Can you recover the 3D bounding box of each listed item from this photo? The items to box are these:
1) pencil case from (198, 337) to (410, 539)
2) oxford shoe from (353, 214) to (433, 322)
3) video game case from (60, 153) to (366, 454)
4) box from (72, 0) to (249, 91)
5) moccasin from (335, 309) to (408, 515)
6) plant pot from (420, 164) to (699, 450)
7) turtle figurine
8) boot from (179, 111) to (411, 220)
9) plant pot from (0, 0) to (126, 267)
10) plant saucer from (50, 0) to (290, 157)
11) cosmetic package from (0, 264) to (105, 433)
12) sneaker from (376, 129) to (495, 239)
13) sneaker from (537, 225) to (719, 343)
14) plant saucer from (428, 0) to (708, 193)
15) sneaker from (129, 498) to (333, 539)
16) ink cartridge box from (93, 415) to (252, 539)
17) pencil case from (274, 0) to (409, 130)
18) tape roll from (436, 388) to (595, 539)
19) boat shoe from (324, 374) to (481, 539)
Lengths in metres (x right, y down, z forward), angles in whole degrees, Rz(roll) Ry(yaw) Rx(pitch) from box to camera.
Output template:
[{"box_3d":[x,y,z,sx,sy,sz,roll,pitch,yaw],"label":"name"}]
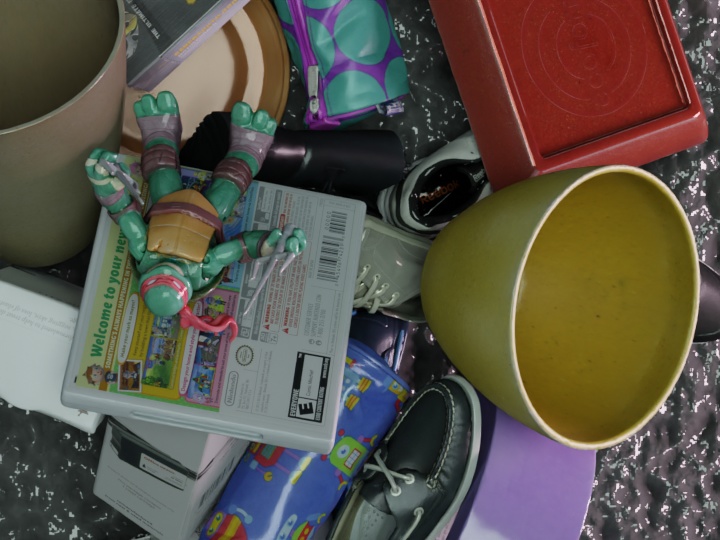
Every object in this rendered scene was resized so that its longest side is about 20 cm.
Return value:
[{"box_3d":[-0.040,0.145,1.627,0.087,0.078,0.201,34,86,-36],"label":"pencil case"},{"box_3d":[0.000,0.000,1.641,0.075,0.199,0.058,-29,62,34],"label":"oxford shoe"},{"box_3d":[-0.096,0.020,1.500,0.181,0.022,0.201,11,55,-4],"label":"video game case"},{"box_3d":[-0.162,-0.256,1.605,0.158,0.048,0.200,-40,79,11],"label":"box"},{"box_3d":[0.015,0.131,1.697,0.068,0.080,0.201,-2,96,-11],"label":"moccasin"},{"box_3d":[0.127,0.018,1.597,0.199,0.142,0.201,-9,103,-42],"label":"plant pot"},{"box_3d":[-0.116,-0.035,1.460,0.149,0.201,0.101,21,129,-12],"label":"turtle figurine"},{"box_3d":[-0.074,-0.041,1.661,0.167,0.200,0.077,7,51,-35],"label":"boot"},{"box_3d":[-0.244,-0.099,1.567,0.186,0.201,0.188,-2,52,3],"label":"plant pot"},{"box_3d":[-0.150,-0.150,1.670,0.199,0.037,0.202,-1,95,-7],"label":"plant saucer"},{"box_3d":[-0.220,0.052,1.591,0.112,0.200,0.082,21,91,-4],"label":"cosmetic package"},{"box_3d":[0.107,-0.084,1.692,0.200,0.080,0.074,-36,96,-6],"label":"sneaker"},{"box_3d":[0.209,0.004,1.708,0.199,0.088,0.076,26,91,-9],"label":"sneaker"},{"box_3d":[0.163,-0.168,1.674,0.199,0.037,0.201,-20,92,-24],"label":"plant saucer"},{"box_3d":[-0.115,0.202,1.698,0.199,0.075,0.083,-6,83,-15],"label":"sneaker"},{"box_3d":[-0.111,0.084,1.587,0.084,0.200,0.145,32,55,8],"label":"ink cartridge box"},{"box_3d":[-0.029,-0.205,1.656,0.092,0.085,0.201,-25,99,-47],"label":"pencil case"},{"box_3d":[0.092,0.192,1.651,0.085,0.200,0.201,23,91,-10],"label":"tape roll"},{"box_3d":[0.024,0.165,1.587,0.060,0.076,0.201,6,110,-41],"label":"boat shoe"}]
